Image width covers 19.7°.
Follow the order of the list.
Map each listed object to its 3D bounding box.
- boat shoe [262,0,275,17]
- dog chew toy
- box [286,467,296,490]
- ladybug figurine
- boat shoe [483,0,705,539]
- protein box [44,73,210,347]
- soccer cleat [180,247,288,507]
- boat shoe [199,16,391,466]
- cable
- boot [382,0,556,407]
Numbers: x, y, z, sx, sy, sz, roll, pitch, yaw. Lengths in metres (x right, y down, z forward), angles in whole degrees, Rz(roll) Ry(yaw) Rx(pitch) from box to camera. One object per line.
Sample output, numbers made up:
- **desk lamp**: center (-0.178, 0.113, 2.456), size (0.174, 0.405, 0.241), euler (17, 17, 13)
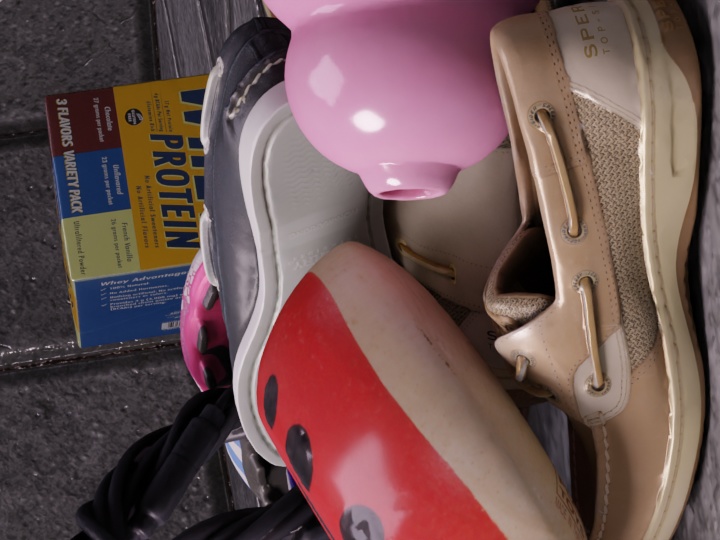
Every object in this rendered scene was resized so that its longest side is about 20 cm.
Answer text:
- **boat shoe**: center (0.003, -0.160, 0.898), size (0.201, 0.075, 0.074), euler (102, 151, -43)
- **dog chew toy**: center (0.014, -0.124, 0.670), size (0.125, 0.123, 0.202), euler (131, 138, -80)
- **box**: center (0.035, 0.215, 0.983), size (0.201, 0.104, 0.185), euler (-108, 12, -47)
- **ladybug figurine**: center (0.015, 0.066, 0.716), size (0.136, 0.072, 0.200), euler (62, 174, -25)
- **boat shoe**: center (0.069, 0.007, 0.661), size (0.071, 0.064, 0.201), euler (-112, 15, -61)
- **protein box**: center (-0.119, -0.044, 1.500), size (0.200, 0.197, 0.136), euler (111, 149, -74)
- **soccer cleat**: center (-0.058, 0.040, 1.068), size (0.087, 0.069, 0.201), euler (-115, 11, -45)
- **boat shoe**: center (-0.025, -0.008, 0.815), size (0.060, 0.075, 0.201), euler (-123, 28, -43)
- **cable**: center (-0.051, 0.091, 0.943), size (0.163, 0.199, 0.051), euler (-127, 18, -61)
- **boot**: center (0.032, -0.062, 0.812), size (0.200, 0.072, 0.156), euler (-116, 15, -54)
